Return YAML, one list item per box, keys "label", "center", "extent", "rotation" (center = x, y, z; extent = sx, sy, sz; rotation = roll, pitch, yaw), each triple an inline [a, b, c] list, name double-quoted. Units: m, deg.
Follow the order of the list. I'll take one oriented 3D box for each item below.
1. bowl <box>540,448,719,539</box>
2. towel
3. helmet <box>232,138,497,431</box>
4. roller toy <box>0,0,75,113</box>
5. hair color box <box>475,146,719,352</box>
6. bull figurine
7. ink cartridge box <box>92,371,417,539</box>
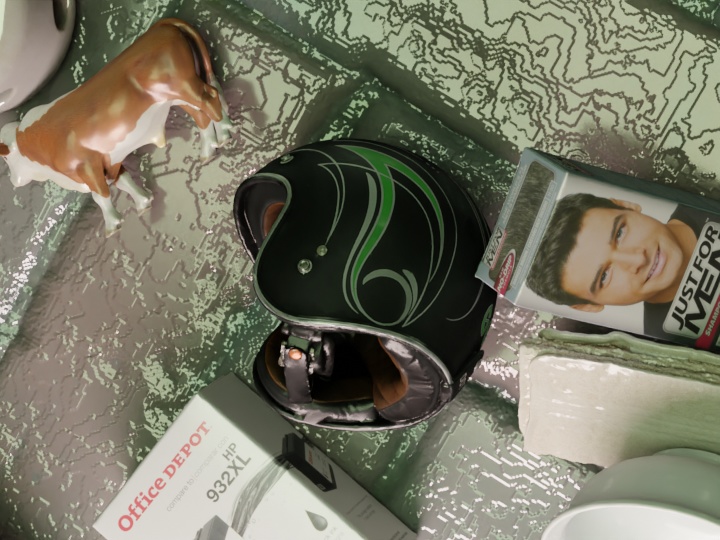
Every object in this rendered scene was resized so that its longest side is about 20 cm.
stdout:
- label: "bowl"
  center: [0.236, 0.191, 1.474]
  extent: [0.201, 0.090, 0.201]
  rotation: [16, 145, 11]
- label: "towel"
  center: [0.211, 0.102, 1.484]
  extent: [0.200, 0.035, 0.133]
  rotation: [11, 142, 12]
- label: "helmet"
  center: [0.000, 0.000, 1.480]
  extent: [0.200, 0.200, 0.191]
  rotation: [-2, 54, 15]
- label: "roller toy"
  center: [-0.319, -0.205, 1.560]
  extent: [0.182, 0.140, 0.200]
  rotation: [30, 103, 8]
- label: "hair color box"
  center: [0.190, -0.011, 1.434]
  extent: [0.200, 0.061, 0.099]
  rotation: [13, 105, -30]
- label: "bull figurine"
  center: [-0.189, -0.105, 1.580]
  extent: [0.200, 0.065, 0.121]
  rotation: [-37, 91, 19]
- label: "ink cartridge box"
  center: [-0.082, 0.201, 1.583]
  extent: [0.200, 0.084, 0.145]
  rotation: [41, 106, 6]
